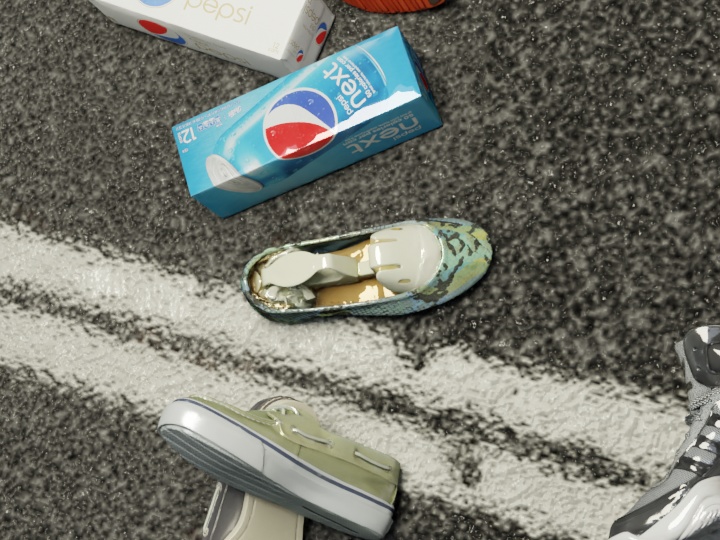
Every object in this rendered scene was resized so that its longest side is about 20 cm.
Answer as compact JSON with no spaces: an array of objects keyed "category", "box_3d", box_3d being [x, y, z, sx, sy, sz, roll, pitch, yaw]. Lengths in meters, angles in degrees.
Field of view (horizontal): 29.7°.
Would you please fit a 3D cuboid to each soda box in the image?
[{"category":"soda box","box_3d":[-0.042,-0.113,1.066,0.198,0.068,0.065,-23,71,11]},{"category":"soda box","box_3d":[-0.126,-0.219,1.121,0.198,0.064,0.069,21,84,22]}]

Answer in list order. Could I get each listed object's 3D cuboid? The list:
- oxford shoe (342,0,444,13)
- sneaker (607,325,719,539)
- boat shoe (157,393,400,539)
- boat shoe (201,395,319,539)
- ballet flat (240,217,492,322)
[{"category":"oxford shoe","box_3d":[-0.016,-0.260,1.093,0.198,0.071,0.073,17,78,21]},{"category":"sneaker","box_3d":[0.233,0.109,0.924,0.199,0.076,0.114,-34,69,1]},{"category":"boat shoe","box_3d":[-0.055,0.130,0.968,0.072,0.199,0.063,-14,51,51]},{"category":"boat shoe","box_3d":[-0.084,0.192,1.024,0.063,0.072,0.203,13,85,63]},{"category":"ballet flat","box_3d":[0.000,0.000,1.026,0.198,0.074,0.075,-14,73,14]}]
